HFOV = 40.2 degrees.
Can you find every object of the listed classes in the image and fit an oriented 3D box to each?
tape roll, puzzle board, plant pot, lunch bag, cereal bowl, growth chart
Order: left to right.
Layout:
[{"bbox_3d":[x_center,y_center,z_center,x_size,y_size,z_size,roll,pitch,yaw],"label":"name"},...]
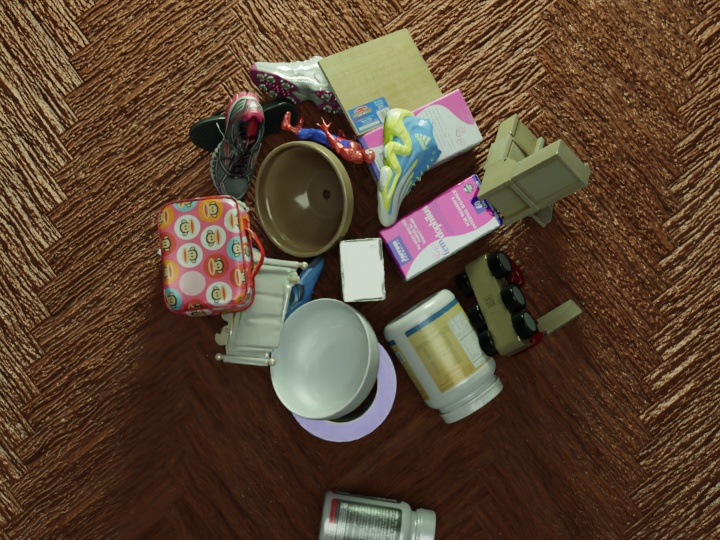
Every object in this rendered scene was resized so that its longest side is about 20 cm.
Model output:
[{"bbox_3d":[-0.250,-0.026,1.674,0.174,0.082,0.202,-7,80,6],"label":"lunch bag"},{"bbox_3d":[-0.177,0.069,1.687,0.144,0.018,0.202,12,82,32],"label":"growth chart"},{"bbox_3d":[-0.082,-0.128,1.731,0.199,0.092,0.203,7,103,33],"label":"plant pot"},{"bbox_3d":[-0.049,0.153,1.649,0.199,0.083,0.202,-9,72,29],"label":"cereal bowl"},{"bbox_3d":[-0.036,0.199,1.751,0.198,0.085,0.202,0,88,-2],"label":"tape roll"},{"bbox_3d":[0.037,-0.336,1.753,0.199,0.017,0.152,-26,86,-27],"label":"puzzle board"}]

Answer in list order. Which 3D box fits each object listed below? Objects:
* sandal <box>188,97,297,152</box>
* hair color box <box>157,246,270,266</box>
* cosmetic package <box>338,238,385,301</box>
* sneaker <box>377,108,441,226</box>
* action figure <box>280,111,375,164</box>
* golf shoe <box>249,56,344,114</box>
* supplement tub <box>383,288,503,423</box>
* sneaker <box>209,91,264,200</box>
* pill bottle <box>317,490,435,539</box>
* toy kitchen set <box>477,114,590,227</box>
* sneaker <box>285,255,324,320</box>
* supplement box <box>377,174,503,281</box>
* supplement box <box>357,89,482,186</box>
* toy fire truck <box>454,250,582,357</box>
[{"bbox_3d":[-0.213,-0.265,1.770,0.199,0.076,0.048,-16,45,-13],"label":"sandal"},{"bbox_3d":[-0.250,-0.017,1.760,0.199,0.065,0.110,35,88,-2],"label":"hair color box"},{"bbox_3d":[0.000,0.000,1.696,0.072,0.200,0.105,-4,89,-1],"label":"cosmetic package"},{"bbox_3d":[0.084,-0.172,1.663,0.104,0.076,0.202,5,89,-2],"label":"sneaker"},{"bbox_3d":[-0.050,-0.229,1.714,0.199,0.065,0.052,32,98,32],"label":"action figure"},{"bbox_3d":[-0.099,-0.348,1.773,0.198,0.075,0.092,16,68,0],"label":"golf shoe"},{"bbox_3d":[0.147,0.150,1.725,0.144,0.145,0.201,-32,90,-2],"label":"supplement tub"},{"bbox_3d":[-0.215,-0.208,1.724,0.080,0.075,0.201,-2,124,-22],"label":"sneaker"},{"bbox_3d":[0.027,0.459,1.733,0.198,0.114,0.115,9,89,-1],"label":"pill bottle"},{"bbox_3d":[0.333,-0.173,1.689,0.163,0.180,0.201,40,47,-22],"label":"toy kitchen set"},{"bbox_3d":[-0.118,0.062,1.765,0.078,0.066,0.201,38,89,-12],"label":"sneaker"},{"bbox_3d":[0.139,-0.073,1.743,0.199,0.103,0.102,-31,89,0],"label":"supplement box"},{"bbox_3d":[0.104,-0.228,1.751,0.199,0.103,0.102,-25,89,0],"label":"supplement box"},{"bbox_3d":[0.288,0.058,1.750,0.128,0.199,0.177,-32,67,28],"label":"toy fire truck"}]
